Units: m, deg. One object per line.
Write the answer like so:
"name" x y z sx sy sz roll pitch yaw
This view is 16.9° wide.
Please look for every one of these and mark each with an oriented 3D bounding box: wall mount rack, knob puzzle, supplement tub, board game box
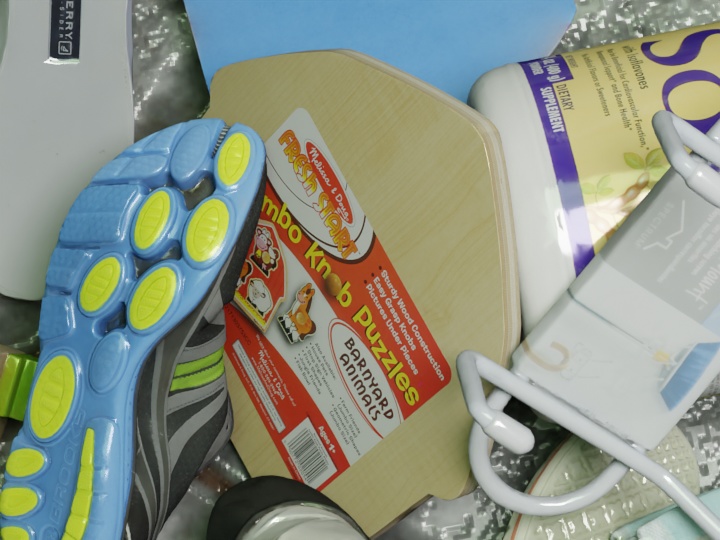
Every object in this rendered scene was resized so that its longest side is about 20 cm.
"wall mount rack" 0.137 0.040 0.860 0.174 0.075 0.200 31 109 -20
"knob puzzle" 0.000 0.000 0.950 0.030 0.220 0.220 -14 69 -43
"supplement tub" 0.151 -0.027 0.952 0.200 0.145 0.146 -12 74 -1
"board game box" 0.000 -0.137 1.046 0.158 0.039 0.200 -18 70 3

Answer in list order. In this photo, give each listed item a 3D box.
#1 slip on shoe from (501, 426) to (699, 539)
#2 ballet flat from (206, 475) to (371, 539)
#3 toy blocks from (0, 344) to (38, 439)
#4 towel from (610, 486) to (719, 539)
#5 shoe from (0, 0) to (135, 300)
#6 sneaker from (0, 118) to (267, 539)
"slip on shoe" 0.072 0.138 0.954 0.074 0.061 0.200 35 65 -12
"ballet flat" -0.006 0.140 0.895 0.068 0.068 0.200 -16 51 -14
"toy blocks" -0.227 0.033 0.945 0.200 0.137 0.100 18 91 11
"towel" 0.207 0.147 0.937 0.200 0.048 0.171 -20 78 -19
"shoe" -0.130 -0.093 1.024 0.071 0.091 0.200 5 104 -10
"sneaker" -0.086 0.033 0.964 0.071 0.083 0.200 21 97 23
